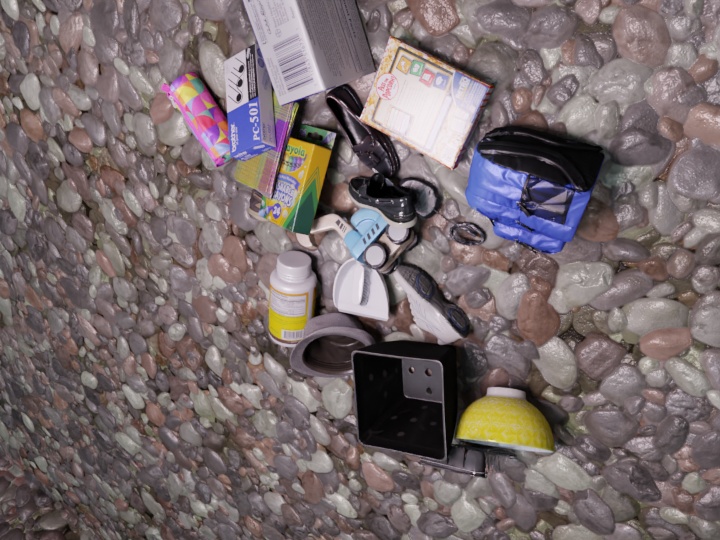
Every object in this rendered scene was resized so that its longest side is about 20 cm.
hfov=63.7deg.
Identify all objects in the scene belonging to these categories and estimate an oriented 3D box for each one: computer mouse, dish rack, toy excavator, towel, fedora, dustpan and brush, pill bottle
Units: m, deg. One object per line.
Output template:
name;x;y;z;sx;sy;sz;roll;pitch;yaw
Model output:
computer mouse;0.154;-0.112;1.113;0.198;0.034;0.059;37;109;3
dish rack;0.232;0.392;1.214;0.150;0.198;0.056;-1;75;40
toy excavator;-0.009;-0.075;1.157;0.195;0.100;0.201;-46;71;9
towel;-0.193;-0.258;1.172;0.142;0.022;0.205;28;105;43
fedora;-0.062;0.156;1.294;0.194;0.092;0.179;6;133;-17
dustpan and brush;0.000;0.000;1.230;0.136;0.057;0.207;9;98;29
pill bottle;-0.155;0.064;1.321;0.107;0.109;0.205;18;121;20

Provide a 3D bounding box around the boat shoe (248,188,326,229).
boat shoe;-0.163;-0.138;1.250;0.195;0.074;0.075;12;119;23

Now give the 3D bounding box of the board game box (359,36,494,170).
board game box;0.113;-0.294;1.020;0.197;0.046;0.154;31;116;13

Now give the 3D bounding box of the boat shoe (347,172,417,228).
boat shoe;0.036;-0.149;1.093;0.200;0.073;0.068;47;151;48

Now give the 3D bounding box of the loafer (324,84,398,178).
loafer;-0.003;-0.257;1.107;0.071;0.063;0.202;-31;96;36

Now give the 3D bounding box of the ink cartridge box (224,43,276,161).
ink cartridge box;-0.220;-0.331;1.150;0.092;0.044;0.206;-13;78;34

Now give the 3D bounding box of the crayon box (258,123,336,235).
crayon box;-0.129;-0.188;1.152;0.124;0.051;0.206;25;102;43

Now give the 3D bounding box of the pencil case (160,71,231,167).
pencil case;-0.339;-0.325;1.254;0.088;0.088;0.202;-33;96;36

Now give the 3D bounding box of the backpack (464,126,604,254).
backpack;0.270;-0.133;0.951;0.196;0.163;0.171;23;126;16

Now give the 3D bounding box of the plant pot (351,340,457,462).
plant pot;0.112;0.245;1.203;0.195;0.176;0.206;2;102;29

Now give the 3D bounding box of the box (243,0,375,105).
box;-0.082;-0.404;0.995;0.103;0.200;0.188;-8;110;33

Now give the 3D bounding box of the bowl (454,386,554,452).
bowl;0.290;0.297;1.167;0.195;0.199;0.111;-2;71;30

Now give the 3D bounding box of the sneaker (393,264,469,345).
sneaker;0.132;0.076;1.189;0.201;0.074;0.087;49;132;1
